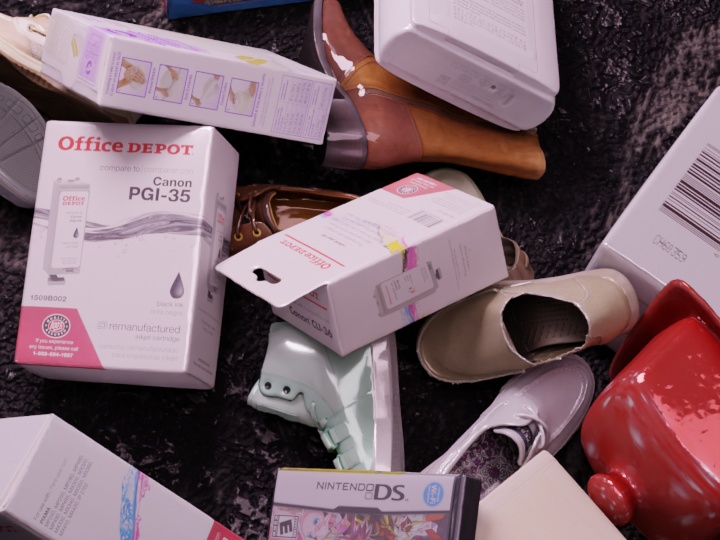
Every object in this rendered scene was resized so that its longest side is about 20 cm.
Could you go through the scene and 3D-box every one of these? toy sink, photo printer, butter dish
[{"bbox_3d":[0.160,0.257,1.559,0.112,0.130,0.200,-36,75,-19],"label":"toy sink"},{"bbox_3d":[0.089,-0.231,1.742,0.166,0.069,0.200,23,45,-25],"label":"photo printer"},{"bbox_3d":[0.238,0.143,1.570,0.148,0.200,0.200,-32,74,-24],"label":"butter dish"}]

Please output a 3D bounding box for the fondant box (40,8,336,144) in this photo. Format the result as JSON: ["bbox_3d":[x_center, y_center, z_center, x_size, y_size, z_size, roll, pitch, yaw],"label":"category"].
[{"bbox_3d":[-0.140,-0.157,1.650,0.200,0.144,0.058,7,102,-29],"label":"fondant box"}]

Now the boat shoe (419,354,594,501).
[{"bbox_3d":[0.115,0.136,1.618,0.200,0.069,0.072,-34,93,-17],"label":"boat shoe"}]

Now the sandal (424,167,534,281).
[{"bbox_3d":[0.103,-0.002,1.698,0.080,0.057,0.201,-27,73,-16],"label":"sandal"}]

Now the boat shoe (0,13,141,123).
[{"bbox_3d":[-0.271,-0.180,1.723,0.200,0.072,0.065,29,62,-1],"label":"boat shoe"}]

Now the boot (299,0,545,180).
[{"bbox_3d":[0.053,-0.160,1.753,0.199,0.069,0.189,1,45,-16],"label":"boot"}]

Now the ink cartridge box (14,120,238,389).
[{"bbox_3d":[-0.184,-0.013,1.620,0.146,0.083,0.201,3,78,12],"label":"ink cartridge box"}]

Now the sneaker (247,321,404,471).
[{"bbox_3d":[-0.028,0.131,1.627,0.118,0.074,0.201,-5,76,8],"label":"sneaker"}]

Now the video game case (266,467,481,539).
[{"bbox_3d":[-0.001,0.248,1.522,0.180,0.025,0.201,-2,74,37],"label":"video game case"}]

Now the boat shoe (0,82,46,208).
[{"bbox_3d":[-0.328,-0.123,1.701,0.202,0.065,0.074,41,50,4],"label":"boat shoe"}]

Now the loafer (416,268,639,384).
[{"bbox_3d":[0.121,0.044,1.622,0.068,0.200,0.076,-19,90,-58],"label":"loafer"}]

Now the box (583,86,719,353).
[{"bbox_3d":[0.308,-0.003,1.676,0.200,0.131,0.199,35,63,7],"label":"box"}]

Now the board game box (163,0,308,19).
[{"bbox_3d":[-0.092,-0.333,1.813,0.195,0.056,0.200,-9,69,-11],"label":"board game box"}]

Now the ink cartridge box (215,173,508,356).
[{"bbox_3d":[0.000,0.000,1.607,0.200,0.116,0.068,-24,117,-23],"label":"ink cartridge box"}]

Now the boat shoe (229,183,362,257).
[{"bbox_3d":[-0.085,-0.043,1.687,0.200,0.068,0.072,-1,68,-7],"label":"boat shoe"}]

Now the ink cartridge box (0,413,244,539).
[{"bbox_3d":[-0.198,0.190,1.490,0.200,0.146,0.083,38,65,-26],"label":"ink cartridge box"}]
